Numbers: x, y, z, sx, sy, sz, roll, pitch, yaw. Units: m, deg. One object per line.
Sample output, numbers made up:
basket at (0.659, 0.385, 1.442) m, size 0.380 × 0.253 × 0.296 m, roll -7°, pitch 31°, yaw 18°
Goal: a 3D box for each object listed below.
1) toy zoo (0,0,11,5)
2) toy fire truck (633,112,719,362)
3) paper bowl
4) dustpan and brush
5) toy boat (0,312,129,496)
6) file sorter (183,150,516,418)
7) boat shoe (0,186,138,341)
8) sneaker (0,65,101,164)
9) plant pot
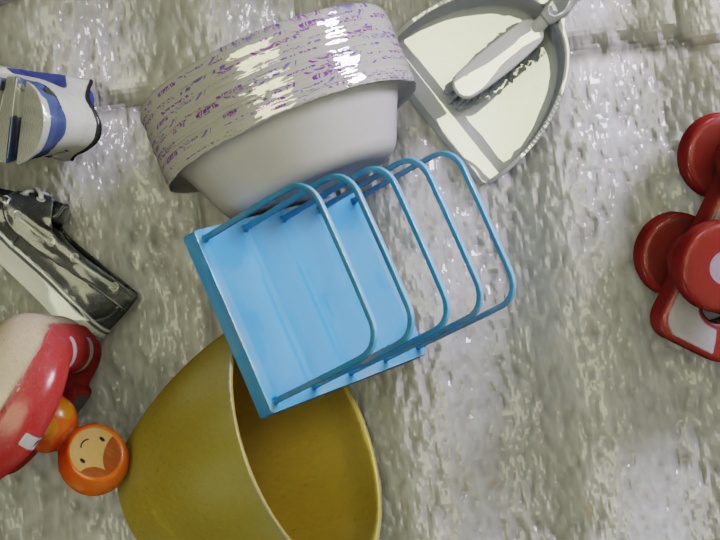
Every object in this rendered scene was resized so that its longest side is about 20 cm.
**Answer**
toy zoo at (-0.341, -0.262, 1.499) m, size 0.199 × 0.020 × 0.132 m, roll -24°, pitch 85°, yaw 4°
toy fire truck at (0.309, -0.021, 1.383) m, size 0.167 × 0.112 × 0.201 m, roll 24°, pitch 90°, yaw -12°
paper bowl at (-0.054, -0.107, 1.370) m, size 0.199 × 0.201 × 0.105 m, roll -23°, pitch 85°, yaw 4°
dustpan and brush at (0.127, -0.180, 1.426) m, size 0.200 × 0.057 × 0.140 m, roll -39°, pitch 84°, yaw 2°
toy boat at (-0.224, 0.112, 1.342) m, size 0.130 × 0.200 × 0.131 m, roll 36°, pitch 91°, yaw 5°
file sorter at (0.000, 0.000, 1.342) m, size 0.122 × 0.199 × 0.140 m, roll -29°, pitch 83°, yaw 36°
boat shoe at (-0.257, -0.032, 1.451) m, size 0.200 × 0.072 × 0.068 m, roll 45°, pitch 94°, yaw 4°
sneaker at (-0.274, -0.123, 1.456) m, size 0.199 × 0.115 × 0.081 m, roll 20°, pitch 100°, yaw 36°
plant pot at (-0.095, 0.149, 1.380) m, size 0.141 × 0.200 × 0.201 m, roll -23°, pitch 84°, yaw 24°
